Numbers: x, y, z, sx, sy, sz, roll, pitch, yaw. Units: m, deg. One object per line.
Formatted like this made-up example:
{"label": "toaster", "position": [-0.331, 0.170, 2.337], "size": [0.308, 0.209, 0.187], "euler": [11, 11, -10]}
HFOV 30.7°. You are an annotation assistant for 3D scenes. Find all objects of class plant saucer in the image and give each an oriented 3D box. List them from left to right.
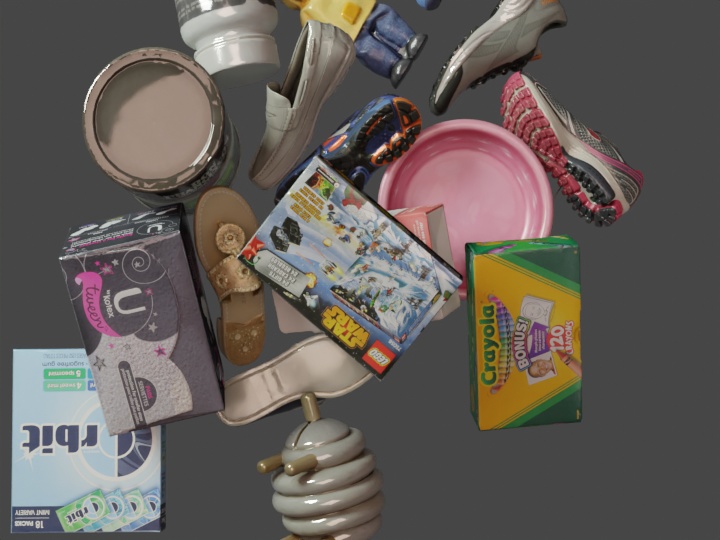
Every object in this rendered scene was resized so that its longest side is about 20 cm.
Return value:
{"label": "plant saucer", "position": [0.117, -0.067, 1.486], "size": [0.197, 0.051, 0.204], "euler": [0, 86, 0]}

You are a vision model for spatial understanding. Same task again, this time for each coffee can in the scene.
{"label": "coffee can", "position": [-0.208, -0.144, 1.416], "size": [0.144, 0.200, 0.149], "euler": [0, 86, 0]}

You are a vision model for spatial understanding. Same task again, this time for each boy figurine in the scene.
{"label": "boy figurine", "position": [-0.017, -0.297, 1.498], "size": [0.199, 0.064, 0.125], "euler": [36, 89, 0]}

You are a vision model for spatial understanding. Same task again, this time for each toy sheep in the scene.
{"label": "toy sheep", "position": [-0.038, 0.232, 1.420], "size": [0.136, 0.138, 0.203], "euler": [-9, 98, -1]}

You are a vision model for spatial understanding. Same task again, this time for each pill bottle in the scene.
{"label": "pill bottle", "position": [-0.155, -0.315, 1.474], "size": [0.111, 0.113, 0.203], "euler": [-12, 85, -1]}

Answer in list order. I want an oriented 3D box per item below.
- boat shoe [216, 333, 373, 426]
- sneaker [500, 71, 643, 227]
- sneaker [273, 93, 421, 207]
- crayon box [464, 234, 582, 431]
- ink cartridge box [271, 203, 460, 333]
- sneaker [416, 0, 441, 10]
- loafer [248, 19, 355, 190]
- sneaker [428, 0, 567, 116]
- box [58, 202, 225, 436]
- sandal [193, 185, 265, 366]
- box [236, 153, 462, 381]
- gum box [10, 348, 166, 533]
{"label": "boat shoe", "position": [-0.067, 0.121, 1.464], "size": [0.198, 0.062, 0.076], "euler": [-26, 88, 0]}
{"label": "sneaker", "position": [0.235, -0.143, 1.486], "size": [0.074, 0.081, 0.201], "euler": [-39, 89, -28]}
{"label": "sneaker", "position": [-0.014, -0.127, 1.483], "size": [0.199, 0.079, 0.076], "euler": [-35, 113, 12]}
{"label": "crayon box", "position": [0.178, 0.068, 1.438], "size": [0.117, 0.058, 0.203], "euler": [-5, 105, -4]}
{"label": "ink cartridge box", "position": [0.000, 0.000, 1.440], "size": [0.197, 0.067, 0.118], "euler": [-6, 99, 23]}
{"label": "sneaker", "position": [0.063, -0.394, 1.504], "size": [0.081, 0.074, 0.203], "euler": [-1, 78, 2]}
{"label": "loafer", "position": [-0.079, -0.185, 1.465], "size": [0.069, 0.070, 0.202], "euler": [21, 104, -30]}
{"label": "sneaker", "position": [0.155, -0.247, 1.491], "size": [0.079, 0.074, 0.200], "euler": [45, 86, -2]}
{"label": "box", "position": [-0.225, 0.051, 1.368], "size": [0.130, 0.115, 0.203], "euler": [-13, 107, -3]}
{"label": "sandal", "position": [-0.125, 0.016, 1.419], "size": [0.077, 0.069, 0.215], "euler": [-19, 120, -25]}
{"label": "box", "position": [-0.011, -0.003, 1.360], "size": [0.199, 0.040, 0.137], "euler": [40, 100, -2]}
{"label": "gum box", "position": [-0.302, 0.189, 1.466], "size": [0.167, 0.045, 0.204], "euler": [0, 86, -1]}
